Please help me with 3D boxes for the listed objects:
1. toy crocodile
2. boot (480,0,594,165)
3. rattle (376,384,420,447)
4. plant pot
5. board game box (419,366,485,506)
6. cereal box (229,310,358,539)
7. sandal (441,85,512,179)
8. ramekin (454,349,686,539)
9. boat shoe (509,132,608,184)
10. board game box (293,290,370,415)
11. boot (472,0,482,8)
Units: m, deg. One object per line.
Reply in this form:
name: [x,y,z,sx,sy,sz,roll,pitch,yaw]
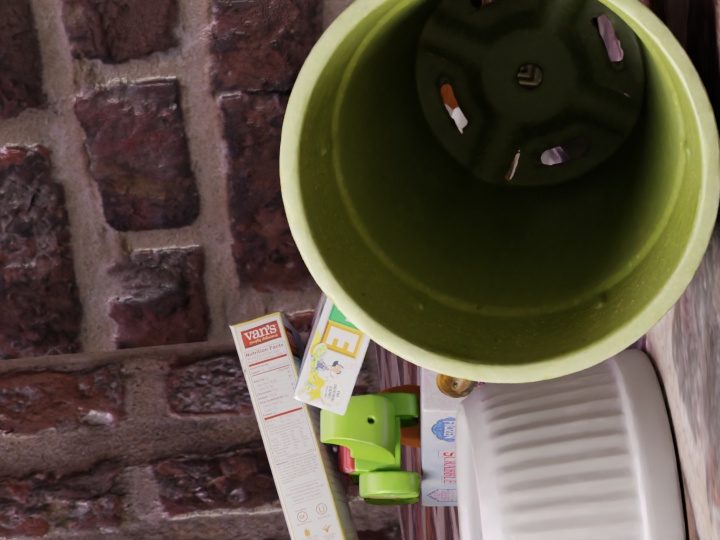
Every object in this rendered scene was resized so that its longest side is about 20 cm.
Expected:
toy crocodile: [0.008,0.116,1.761,0.200,0.061,0.068,80,-171,-82]
boot: [0.106,-0.106,1.644,0.201,0.066,0.176,86,-177,-55]
rattle: [0.076,0.157,1.988,0.200,0.142,0.131,106,141,-66]
plant pot: [0.074,-0.071,1.296,0.190,0.198,0.202,-64,-29,-71]
board game box: [0.058,0.027,1.733,0.200,0.041,0.201,87,-177,-69]
cereal box: [-0.035,0.133,1.770,0.144,0.039,0.201,64,-171,-80]
sandal: [0.055,-0.075,1.543,0.079,0.059,0.208,56,-146,-52]
ramekin: [0.112,0.147,1.476,0.200,0.104,0.202,174,90,-87]
boat shoe: [0.107,-0.043,1.494,0.057,0.067,0.200,52,165,7]
board game box: [0.000,0.000,1.708,0.200,0.034,0.135,-79,9,-78]
boot: [0.039,-0.220,1.680,0.075,0.096,0.201,76,-149,-57]
